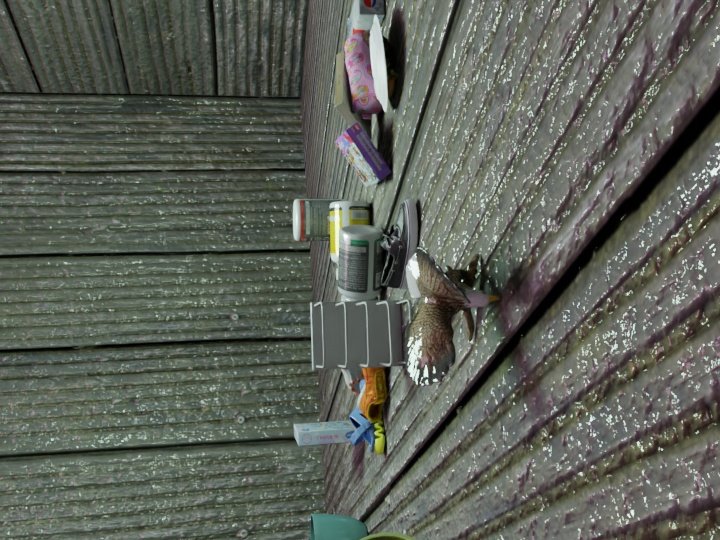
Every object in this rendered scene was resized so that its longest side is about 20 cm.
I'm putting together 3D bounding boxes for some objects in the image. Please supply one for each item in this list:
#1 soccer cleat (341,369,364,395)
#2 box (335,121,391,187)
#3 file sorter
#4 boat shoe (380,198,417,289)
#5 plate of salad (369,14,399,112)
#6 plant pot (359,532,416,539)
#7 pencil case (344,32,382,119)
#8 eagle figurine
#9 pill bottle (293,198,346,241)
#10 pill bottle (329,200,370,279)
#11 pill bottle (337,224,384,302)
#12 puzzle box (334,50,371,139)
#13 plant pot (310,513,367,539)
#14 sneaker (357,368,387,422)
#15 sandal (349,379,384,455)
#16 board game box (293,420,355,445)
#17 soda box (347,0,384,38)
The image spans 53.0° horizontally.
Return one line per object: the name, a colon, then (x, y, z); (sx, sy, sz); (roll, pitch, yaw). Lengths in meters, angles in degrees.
soccer cleat: (-0.024, 0.257, 1.932); (0.078, 0.068, 0.202); (-111, -5, -47)
box: (0.004, -0.271, 1.707); (0.138, 0.039, 0.200); (55, 174, -8)
file sorter: (0.004, 0.130, 1.485); (0.124, 0.195, 0.143); (155, 114, -75)
boat shoe: (0.071, -0.049, 1.428); (0.071, 0.065, 0.203); (-102, 14, -49)
plate of salad: (0.052, -0.448, 1.565); (0.200, 0.047, 0.205); (172, 90, -88)
plant pot: (0.055, 0.635, 1.342); (0.201, 0.195, 0.194); (-111, 8, -65)
pencil case: (0.009, -0.466, 1.723); (0.088, 0.085, 0.204); (107, 157, -63)
eagle figurine: (0.109, 0.040, 0.954); (0.150, 0.199, 0.153); (-36, 85, 32)
pill bottle: (-0.089, -0.142, 2.023); (0.116, 0.195, 0.119); (179, 90, -81)
pill bottle: (-0.027, -0.078, 1.915); (0.111, 0.108, 0.206); (173, 96, -81)
pill bottle: (0.000, 0.000, 1.747); (0.113, 0.110, 0.205); (-120, 31, -72)
puzzle box: (-0.016, -0.424, 1.762); (0.133, 0.025, 0.203); (45, -146, -41)
plant pot: (-0.060, 0.805, 2.085); (0.200, 0.157, 0.206); (179, 90, -80)
sneaker: (0.041, 0.270, 1.726); (0.077, 0.072, 0.204); (37, 133, 46)
sandal: (0.011, 0.364, 1.817); (0.080, 0.085, 0.203); (96, 170, -49)
board game box: (-0.098, 0.488, 2.175); (0.200, 0.194, 0.042); (147, 121, -80)
soda box: (0.011, -0.607, 1.753); (0.200, 0.062, 0.070); (146, 122, -80)
